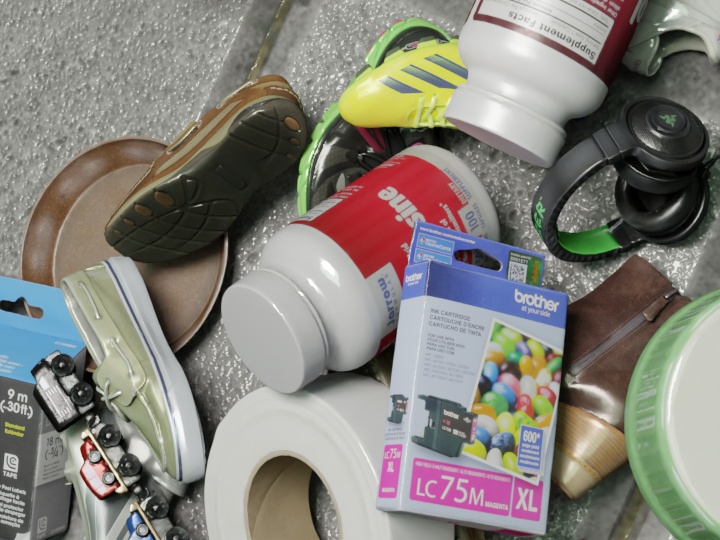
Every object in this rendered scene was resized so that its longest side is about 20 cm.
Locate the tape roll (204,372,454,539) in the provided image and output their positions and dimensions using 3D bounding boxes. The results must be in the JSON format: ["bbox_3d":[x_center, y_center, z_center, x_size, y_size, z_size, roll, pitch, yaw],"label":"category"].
[{"bbox_3d":[-0.026,0.179,1.067,0.201,0.070,0.205,6,99,44],"label":"tape roll"}]

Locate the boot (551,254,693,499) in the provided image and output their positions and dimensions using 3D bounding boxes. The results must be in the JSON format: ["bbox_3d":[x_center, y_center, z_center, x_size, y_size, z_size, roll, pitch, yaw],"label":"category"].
[{"bbox_3d":[0.148,0.051,1.084,0.200,0.072,0.166,41,84,24],"label":"boot"}]

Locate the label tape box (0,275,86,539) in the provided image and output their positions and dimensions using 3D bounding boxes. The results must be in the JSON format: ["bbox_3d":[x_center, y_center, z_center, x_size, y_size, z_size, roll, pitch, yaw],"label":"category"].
[{"bbox_3d":[-0.306,0.110,1.213,0.143,0.063,0.203,10,98,22],"label":"label tape box"}]

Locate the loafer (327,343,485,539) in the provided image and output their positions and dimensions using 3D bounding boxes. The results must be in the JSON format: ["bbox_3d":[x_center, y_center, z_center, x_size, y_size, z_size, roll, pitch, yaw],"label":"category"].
[{"bbox_3d":[0.045,0.134,1.087,0.076,0.067,0.202,-36,72,44],"label":"loafer"}]

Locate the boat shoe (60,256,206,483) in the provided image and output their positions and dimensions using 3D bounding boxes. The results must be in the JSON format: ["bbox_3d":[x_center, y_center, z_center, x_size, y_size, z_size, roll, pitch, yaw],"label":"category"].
[{"bbox_3d":[-0.178,0.082,1.148,0.061,0.072,0.201,-16,61,-22],"label":"boat shoe"}]

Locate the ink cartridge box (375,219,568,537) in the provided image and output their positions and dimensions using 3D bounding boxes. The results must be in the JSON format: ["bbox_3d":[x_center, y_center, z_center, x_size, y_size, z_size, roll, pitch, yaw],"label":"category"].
[{"bbox_3d":[0.080,0.072,1.001,0.042,0.118,0.203,-20,60,60],"label":"ink cartridge box"}]

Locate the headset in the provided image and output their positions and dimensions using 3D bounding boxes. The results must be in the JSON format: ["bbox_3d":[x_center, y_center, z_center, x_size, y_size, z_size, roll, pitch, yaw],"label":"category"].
[{"bbox_3d":[0.211,-0.082,1.053,0.198,0.124,0.095,-24,57,-1],"label":"headset"}]

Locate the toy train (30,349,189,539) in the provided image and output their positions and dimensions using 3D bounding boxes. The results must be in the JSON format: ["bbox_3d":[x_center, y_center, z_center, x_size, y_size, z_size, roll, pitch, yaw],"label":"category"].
[{"bbox_3d":[-0.195,0.153,1.133,0.046,0.034,0.201,-33,82,-13],"label":"toy train"}]

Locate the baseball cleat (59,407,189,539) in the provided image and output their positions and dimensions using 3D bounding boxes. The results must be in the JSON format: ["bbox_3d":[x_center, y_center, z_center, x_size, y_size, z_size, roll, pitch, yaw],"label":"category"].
[{"bbox_3d":[-0.175,0.204,1.166,0.105,0.070,0.202,-17,85,-1],"label":"baseball cleat"}]

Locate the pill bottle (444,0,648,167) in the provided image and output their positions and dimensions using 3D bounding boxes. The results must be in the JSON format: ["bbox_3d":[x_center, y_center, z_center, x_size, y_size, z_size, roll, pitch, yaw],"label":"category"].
[{"bbox_3d":[0.137,-0.181,1.020,0.112,0.113,0.202,25,90,23],"label":"pill bottle"}]

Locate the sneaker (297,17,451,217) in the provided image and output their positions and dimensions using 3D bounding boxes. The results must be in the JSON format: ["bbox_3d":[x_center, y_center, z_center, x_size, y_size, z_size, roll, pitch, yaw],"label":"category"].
[{"bbox_3d":[0.017,-0.101,1.147,0.083,0.077,0.202,31,93,27],"label":"sneaker"}]

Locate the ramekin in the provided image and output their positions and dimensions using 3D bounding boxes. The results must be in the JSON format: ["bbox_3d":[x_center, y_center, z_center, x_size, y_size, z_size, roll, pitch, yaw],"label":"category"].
[{"bbox_3d":[0.278,0.101,0.967,0.197,0.098,0.203,-1,81,4],"label":"ramekin"}]

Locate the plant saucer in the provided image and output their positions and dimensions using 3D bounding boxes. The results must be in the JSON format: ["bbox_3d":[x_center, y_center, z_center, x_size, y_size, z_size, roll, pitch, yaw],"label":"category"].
[{"bbox_3d":[-0.195,-0.011,1.234,0.198,0.034,0.203,-4,78,20],"label":"plant saucer"}]

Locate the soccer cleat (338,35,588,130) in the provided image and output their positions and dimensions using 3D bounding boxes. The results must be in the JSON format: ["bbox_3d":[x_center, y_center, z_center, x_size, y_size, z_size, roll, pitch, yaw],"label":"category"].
[{"bbox_3d":[0.082,-0.128,1.091,0.198,0.065,0.085,-12,73,-17],"label":"soccer cleat"}]

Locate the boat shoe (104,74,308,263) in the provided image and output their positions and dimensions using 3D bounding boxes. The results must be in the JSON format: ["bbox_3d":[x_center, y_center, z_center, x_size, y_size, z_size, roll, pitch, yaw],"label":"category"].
[{"bbox_3d":[-0.121,-0.082,1.170,0.199,0.076,0.074,-34,37,21],"label":"boat shoe"}]

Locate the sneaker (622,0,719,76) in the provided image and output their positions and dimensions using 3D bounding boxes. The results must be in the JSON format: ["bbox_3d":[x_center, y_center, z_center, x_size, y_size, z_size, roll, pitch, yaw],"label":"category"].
[{"bbox_3d":[0.188,-0.202,1.100,0.198,0.075,0.101,10,82,23],"label":"sneaker"}]

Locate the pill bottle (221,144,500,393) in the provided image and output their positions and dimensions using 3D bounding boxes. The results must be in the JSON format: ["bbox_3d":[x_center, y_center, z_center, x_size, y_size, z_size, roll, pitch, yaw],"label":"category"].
[{"bbox_3d":[0.000,0.000,1.052,0.112,0.113,0.199,39,54,22],"label":"pill bottle"}]
